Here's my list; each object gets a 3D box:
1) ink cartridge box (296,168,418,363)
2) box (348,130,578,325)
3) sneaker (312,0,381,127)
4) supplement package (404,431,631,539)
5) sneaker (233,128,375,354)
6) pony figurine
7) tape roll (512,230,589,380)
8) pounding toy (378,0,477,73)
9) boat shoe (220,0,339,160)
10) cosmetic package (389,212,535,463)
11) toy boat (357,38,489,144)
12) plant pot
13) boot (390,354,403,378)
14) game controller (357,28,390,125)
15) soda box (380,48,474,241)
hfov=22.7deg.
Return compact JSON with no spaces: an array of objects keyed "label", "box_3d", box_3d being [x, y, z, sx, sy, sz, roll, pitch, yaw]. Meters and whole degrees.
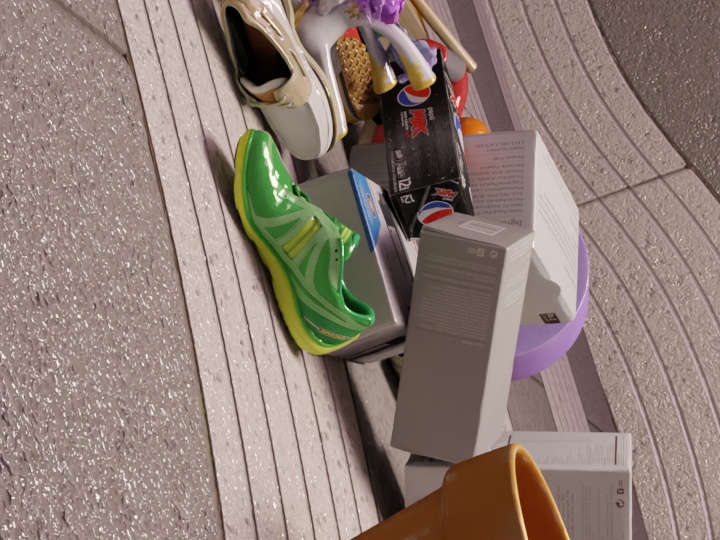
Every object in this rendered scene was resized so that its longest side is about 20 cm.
[{"label":"ink cartridge box","box_3d":[0.000,0.000,1.618,0.200,0.084,0.145,21,51,-75]},{"label":"box","box_3d":[0.106,-0.036,1.809,0.199,0.199,0.131,50,40,-61]},{"label":"sneaker","box_3d":[-0.050,-0.234,1.747,0.075,0.090,0.201,-17,93,-58]},{"label":"supplement package","box_3d":[0.144,0.212,1.612,0.114,0.199,0.110,-53,142,-75]},{"label":"sneaker","box_3d":[-0.045,-0.030,1.469,0.074,0.083,0.201,-76,144,-68]},{"label":"pony figurine","box_3d":[-0.013,-0.243,1.635,0.200,0.192,0.167,57,7,-26]},{"label":"tape roll","box_3d":[0.150,0.014,1.953,0.085,0.199,0.201,75,1,-67]},{"label":"pounding toy","box_3d":[0.026,-0.333,2.095,0.184,0.141,0.201,50,24,-57]},{"label":"boat shoe","box_3d":[-0.080,-0.175,1.592,0.201,0.074,0.069,66,33,-32]},{"label":"cosmetic package","box_3d":[0.090,0.059,1.571,0.107,0.090,0.201,-24,127,-70]},{"label":"toy boat","box_3d":[0.083,-0.147,1.961,0.130,0.130,0.201,22,85,-56]},{"label":"plant pot","box_3d":[0.058,0.246,1.271,0.200,0.182,0.201,-20,90,-78]},{"label":"boot","box_3d":[0.086,0.117,1.861,0.200,0.072,0.155,-65,132,-72]},{"label":"game controller","box_3d":[-0.011,-0.239,1.931,0.200,0.042,0.105,-119,-159,-51]},{"label":"soda box","box_3d":[0.061,-0.121,1.698,0.201,0.070,0.064,-95,167,-46]}]
